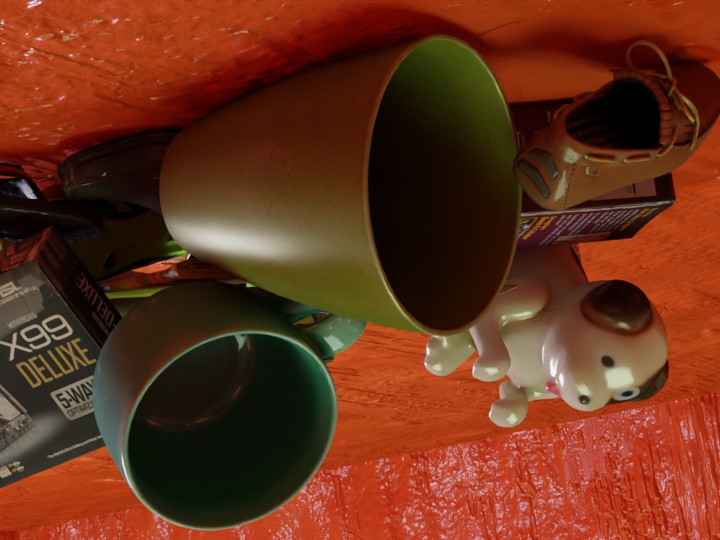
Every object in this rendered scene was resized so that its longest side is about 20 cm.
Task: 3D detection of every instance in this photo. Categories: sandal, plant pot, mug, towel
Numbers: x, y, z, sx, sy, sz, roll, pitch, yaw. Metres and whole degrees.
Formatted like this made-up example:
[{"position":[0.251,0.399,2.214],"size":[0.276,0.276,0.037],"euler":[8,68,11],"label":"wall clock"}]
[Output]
[{"position":[-0.281,-0.056,1.276],"size":[0.199,0.045,0.075],"euler":[9,160,-9],"label":"sandal"},{"position":[-0.026,-0.053,1.168],"size":[0.199,0.188,0.187],"euler":[0,175,35],"label":"plant pot"},{"position":[-0.092,0.082,1.233],"size":[0.184,0.153,0.114],"euler":[-10,-154,-22],"label":"mug"},{"position":[-0.150,0.006,1.315],"size":[0.086,0.018,0.200],"euler":[0,174,-37],"label":"towel"}]

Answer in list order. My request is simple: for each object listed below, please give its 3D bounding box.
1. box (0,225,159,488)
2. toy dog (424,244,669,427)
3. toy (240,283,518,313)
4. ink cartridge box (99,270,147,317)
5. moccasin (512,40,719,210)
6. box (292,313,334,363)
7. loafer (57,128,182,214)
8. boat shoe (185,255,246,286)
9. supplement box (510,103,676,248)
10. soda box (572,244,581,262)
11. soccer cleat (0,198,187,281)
[{"position":[-0.262,0.074,1.315],"size":[0.199,0.158,0.050],"euler":[-22,-154,24],"label":"box"},{"position":[0.155,0.042,1.424],"size":[0.193,0.140,0.200],"euler":[-31,-140,-24],"label":"toy dog"},{"position":[0.000,0.000,1.301],"size":[0.199,0.047,0.115],"euler":[2,-164,35],"label":"toy"},{"position":[-0.249,0.044,1.442],"size":[0.199,0.076,0.148],"euler":[8,-166,-8],"label":"ink cartridge box"},{"position":[0.184,-0.104,1.205],"size":[0.201,0.074,0.078],"euler":[-18,154,-40],"label":"moccasin"},{"position":[-0.080,0.066,1.515],"size":[0.117,0.049,0.200],"euler":[-27,-168,4],"label":"box"},{"position":[-0.115,-0.058,1.276],"size":[0.199,0.073,0.073],"euler":[-3,168,-18],"label":"loafer"},{"position":[-0.089,-0.013,1.478],"size":[0.063,0.074,0.201],"euler":[-34,-176,-27],"label":"boat shoe"},{"position":[0.123,-0.069,1.352],"size":[0.199,0.086,0.110],"euler":[-5,168,-10],"label":"supplement box"},{"position":[0.100,-0.011,1.651],"size":[0.199,0.069,0.064],"euler":[-7,169,0],"label":"soda box"},{"position":[-0.182,-0.029,1.402],"size":[0.199,0.068,0.081],"euler":[-9,-179,2],"label":"soccer cleat"}]
